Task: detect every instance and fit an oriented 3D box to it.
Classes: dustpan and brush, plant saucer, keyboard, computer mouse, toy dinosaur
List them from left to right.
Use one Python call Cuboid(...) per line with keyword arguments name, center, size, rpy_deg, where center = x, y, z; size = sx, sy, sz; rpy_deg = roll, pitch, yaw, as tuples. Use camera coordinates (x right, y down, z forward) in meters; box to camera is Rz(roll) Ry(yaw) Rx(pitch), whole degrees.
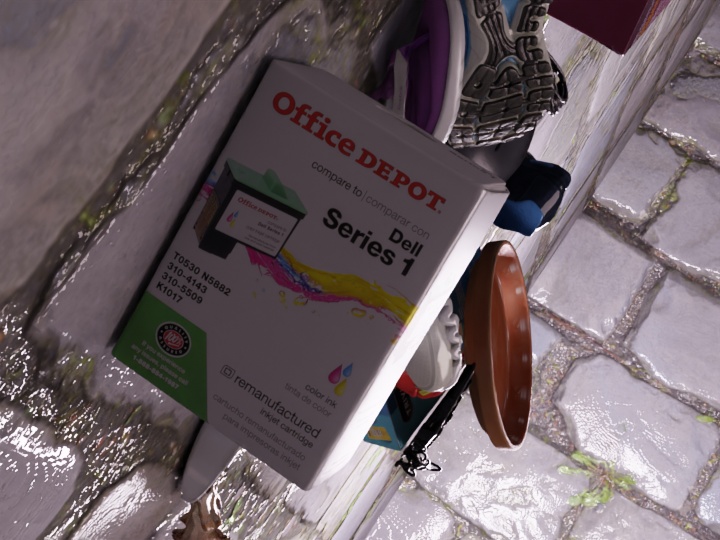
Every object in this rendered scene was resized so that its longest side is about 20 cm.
Cuboid(name="toy dinosaur", center=(-0.169, 0.292, 1.029), size=(0.200, 0.086, 0.136), rpy_deg=(-55, 176, 15))
Cuboid(name="dustpan and brush", center=(-0.086, 0.115, 0.946), size=(0.140, 0.057, 0.200), rpy_deg=(-51, 166, -29))
Cuboid(name="keyboard", center=(0.074, 0.147, 1.056), size=(0.104, 0.040, 0.200), rpy_deg=(-52, 172, -12))
Cuboid(name="computer mouse", center=(0.106, -0.125, 0.953), size=(0.200, 0.053, 0.139), rpy_deg=(-53, 127, -19))
Cuboid(name="plant saucer", center=(0.132, 0.071, 1.120), size=(0.200, 0.032, 0.201), rpy_deg=(-3, 90, -71))

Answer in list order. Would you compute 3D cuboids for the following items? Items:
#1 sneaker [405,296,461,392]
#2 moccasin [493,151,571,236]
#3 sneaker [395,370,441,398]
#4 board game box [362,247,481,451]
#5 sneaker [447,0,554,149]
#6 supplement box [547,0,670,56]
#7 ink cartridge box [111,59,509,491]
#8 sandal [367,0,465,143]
Cuboid(name="sneaker", center=(0.004, 0.007, 0.811), size=(0.081, 0.200, 0.075), rpy_deg=(-37, -160, -26))
Cuboid(name="moccasin", center=(0.142, -0.078, 1.084), size=(0.068, 0.080, 0.200), rpy_deg=(-43, -156, -2))
Cuboid(name="sneaker", center=(0.038, 0.063, 0.934), size=(0.077, 0.085, 0.200), rpy_deg=(-49, 161, 10))
Cuboid(name="board game box", center=(0.053, 0.047, 1.114), size=(0.200, 0.047, 0.151), rpy_deg=(-46, 132, -39))
Cuboid(name="sneaker", center=(0.095, -0.175, 0.842), size=(0.078, 0.090, 0.200), rpy_deg=(-8, 137, -13))
Cuboid(name="supplement box", center=(0.259, -0.306, 1.130), size=(0.200, 0.110, 0.086), rpy_deg=(-47, 164, -41))
Cuboid(name="ink cartridge box", center=(-0.028, -0.001, 0.677), size=(0.200, 0.145, 0.084), rpy_deg=(-60, 168, 11))
Cuboid(name="sandal", center=(0.030, -0.114, 0.841), size=(0.050, 0.083, 0.203), rpy_deg=(-5, 141, -18))
